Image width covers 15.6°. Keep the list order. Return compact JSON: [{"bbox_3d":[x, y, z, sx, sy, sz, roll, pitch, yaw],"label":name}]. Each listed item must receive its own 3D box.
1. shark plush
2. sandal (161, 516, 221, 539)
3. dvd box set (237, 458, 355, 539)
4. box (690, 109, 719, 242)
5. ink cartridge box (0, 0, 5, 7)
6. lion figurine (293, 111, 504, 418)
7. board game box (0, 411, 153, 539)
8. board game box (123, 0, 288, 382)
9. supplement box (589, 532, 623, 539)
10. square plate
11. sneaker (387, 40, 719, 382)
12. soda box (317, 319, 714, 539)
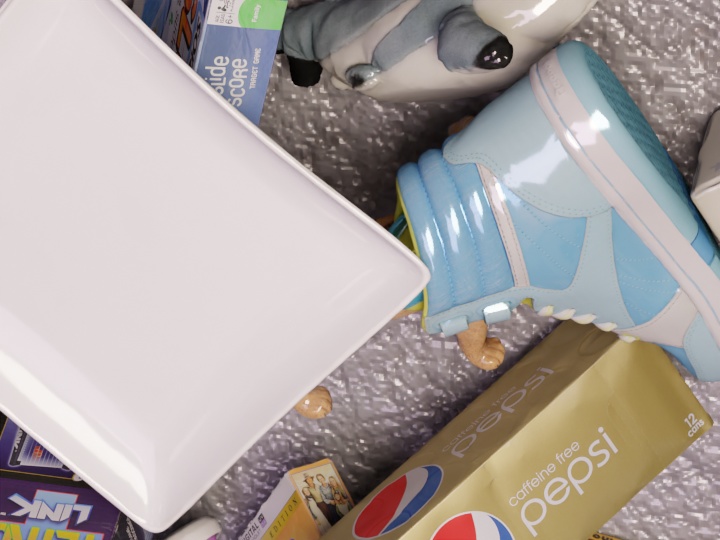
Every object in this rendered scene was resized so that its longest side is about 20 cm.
[{"bbox_3d":[0.028,-0.115,1.137,0.200,0.091,0.084,-5,82,46],"label":"shark plush"},{"bbox_3d":[-0.117,0.187,1.334,0.050,0.082,0.203,49,135,7],"label":"sandal"},{"bbox_3d":[-0.006,0.211,1.257,0.200,0.029,0.146,62,145,22],"label":"dvd box set"},{"bbox_3d":[0.225,0.013,1.135,0.068,0.082,0.200,-27,111,27],"label":"box"},{"bbox_3d":[-0.198,-0.066,1.186,0.146,0.083,0.201,10,112,15],"label":"ink cartridge box"},{"bbox_3d":[0.000,0.000,1.168,0.199,0.073,0.123,-21,141,-7],"label":"lion figurine"},{"bbox_3d":[-0.188,0.080,1.238,0.199,0.166,0.057,7,143,13],"label":"board game box"},{"bbox_3d":[-0.077,-0.070,1.139,0.034,0.136,0.201,4,124,-17],"label":"board game box"},{"bbox_3d":[0.091,0.232,1.287,0.130,0.103,0.201,14,123,7],"label":"supplement box"},{"bbox_3d":[-0.101,-0.009,1.085,0.200,0.028,0.198,41,123,-9],"label":"square plate"},{"bbox_3d":[0.082,0.000,1.109,0.130,0.080,0.200,-30,130,11],"label":"sneaker"},{"bbox_3d":[0.059,0.104,1.175,0.200,0.068,0.064,-41,107,-13],"label":"soda box"}]
